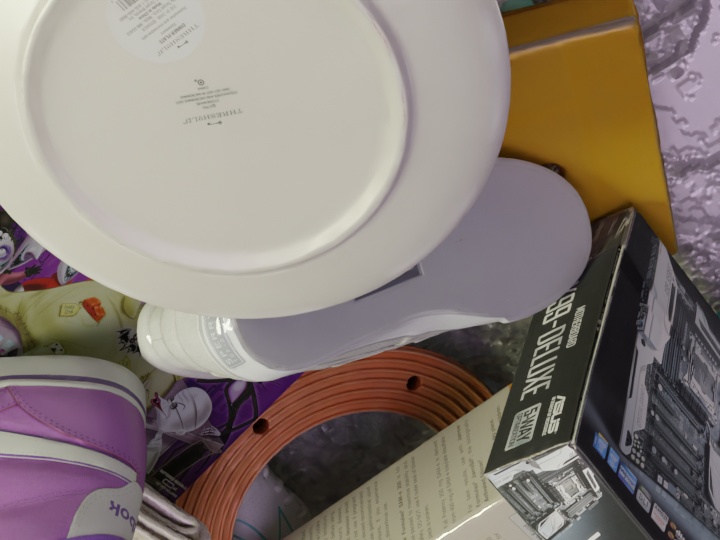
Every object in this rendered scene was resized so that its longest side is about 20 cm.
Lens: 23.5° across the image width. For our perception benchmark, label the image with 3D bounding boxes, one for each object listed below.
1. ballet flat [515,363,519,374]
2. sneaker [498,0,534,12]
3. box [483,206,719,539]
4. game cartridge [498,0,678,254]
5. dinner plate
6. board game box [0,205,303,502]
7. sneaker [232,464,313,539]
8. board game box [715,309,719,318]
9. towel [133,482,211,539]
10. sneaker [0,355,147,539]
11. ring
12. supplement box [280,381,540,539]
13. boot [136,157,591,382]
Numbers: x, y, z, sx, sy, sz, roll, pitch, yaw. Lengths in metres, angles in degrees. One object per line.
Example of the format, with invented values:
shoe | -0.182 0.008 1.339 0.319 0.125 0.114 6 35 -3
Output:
ballet flat | 0.127 0.117 0.897 0.070 0.071 0.201 -9 117 9
sneaker | 0.014 -0.165 0.723 0.139 0.078 0.202 0 119 -12
box | 0.146 0.096 0.777 0.050 0.158 0.200 -25 116 35
game cartridge | 0.037 -0.045 0.787 0.198 0.033 0.177 -10 146 10
dinner plate | -0.048 -0.059 0.588 0.198 0.024 0.202 2 124 3
board game box | -0.101 0.014 0.757 0.120 0.032 0.200 -48 136 -3
sneaker | -0.062 0.130 0.918 0.080 0.070 0.202 -14 116 -16
board game box | 0.285 0.013 0.834 0.150 0.047 0.200 34 115 -13
towel | -0.151 0.134 0.837 0.132 0.035 0.200 33 143 -4
sneaker | -0.186 0.095 0.690 0.198 0.115 0.073 -6 140 3
ring | -0.007 0.128 0.891 0.199 0.019 0.202 -9 115 -20
supplement box | 0.043 0.157 0.832 0.199 0.074 0.126 -35 120 19
boot | 0.000 0.000 0.747 0.199 0.095 0.074 -13 93 -34
